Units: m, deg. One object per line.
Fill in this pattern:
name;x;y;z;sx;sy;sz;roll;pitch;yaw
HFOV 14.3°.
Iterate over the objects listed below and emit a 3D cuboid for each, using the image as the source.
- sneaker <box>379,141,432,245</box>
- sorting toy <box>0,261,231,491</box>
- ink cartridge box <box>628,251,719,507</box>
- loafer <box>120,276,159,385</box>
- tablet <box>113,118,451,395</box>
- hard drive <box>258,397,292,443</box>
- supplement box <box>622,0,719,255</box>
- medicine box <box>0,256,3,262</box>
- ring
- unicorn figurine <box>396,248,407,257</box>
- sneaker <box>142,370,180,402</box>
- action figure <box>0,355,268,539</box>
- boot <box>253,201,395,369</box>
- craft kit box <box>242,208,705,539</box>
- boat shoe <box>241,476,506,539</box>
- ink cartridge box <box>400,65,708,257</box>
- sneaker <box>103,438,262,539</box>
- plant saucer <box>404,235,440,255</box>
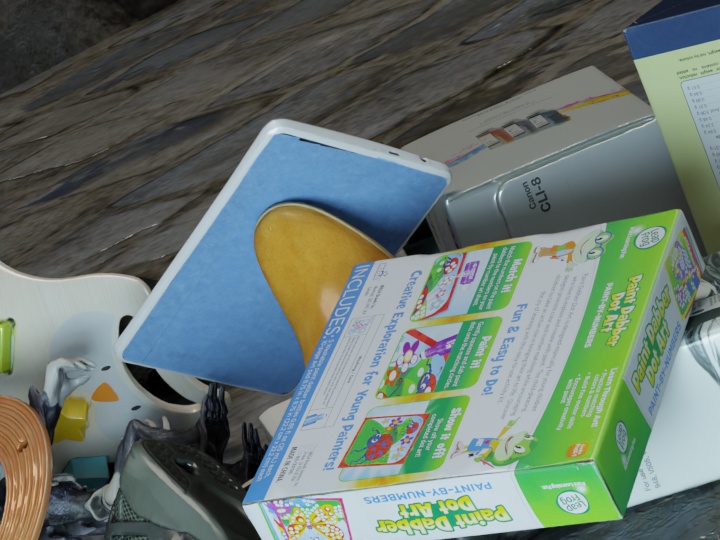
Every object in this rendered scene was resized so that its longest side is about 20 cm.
sneaker;0.021;-0.056;2.112;0.079;0.078;0.200;-25;-10;-13
sorting toy;-0.186;0.071;1.876;0.180;0.200;0.107;-18;37;24
ink cartridge box;0.213;0.041;1.526;0.200;0.083;0.147;-20;13;14
loafer;-0.181;0.070;2.002;0.070;0.068;0.201;7;-33;-34
tablet;-0.047;-0.004;1.693;0.200;0.130;0.014;-53;38;32
hard drive;0.016;0.093;1.761;0.132;0.026;0.200;-24;14;-6
supplement box;0.294;-0.090;1.653;0.200;0.200;0.134;-11;17;38
medicine box;-0.358;0.041;2.181;0.182;0.200;0.103;-13;16;32
ring;-0.249;0.165;1.699;0.200;0.019;0.200;-30;42;31
unicorn figurine;0.000;0.000;1.875;0.074;0.137;0.200;-28;-5;23
sneaker;-0.101;0.035;2.051;0.200;0.071;0.099;-33;11;26
action figure;-0.155;0.116;1.763;0.200;0.119;0.102;-9;60;28
boot;-0.009;0.056;1.590;0.071;0.201;0.144;-43;-3;29
craft kit box;0.061;0.057;1.467;0.197;0.049;0.200;-12;33;30
boat shoe;-0.013;0.143;1.512;0.201;0.074;0.063;-15;26;35
ink cartridge box;0.126;-0.024;1.782;0.145;0.145;0.200;-23;14;-1
sneaker;-0.076;0.183;1.481;0.076;0.114;0.199;7;24;-41
plant saucer;0.040;0.012;2.037;0.200;0.027;0.200;-21;13;5
